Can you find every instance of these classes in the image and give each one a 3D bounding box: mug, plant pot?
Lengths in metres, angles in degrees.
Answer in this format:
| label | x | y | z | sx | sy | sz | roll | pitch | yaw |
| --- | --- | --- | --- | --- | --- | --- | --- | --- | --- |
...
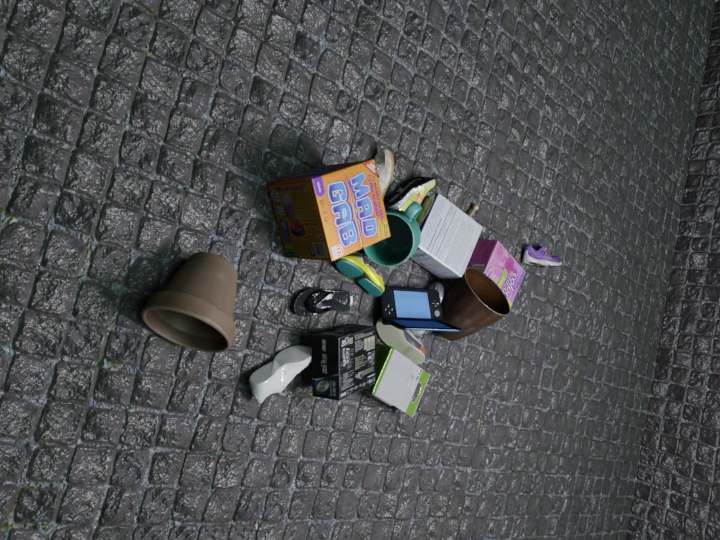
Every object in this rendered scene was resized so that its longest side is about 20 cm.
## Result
| label | x | y | z | sx | sy | sz | roll | pitch | yaw |
| --- | --- | --- | --- | --- | --- | --- | --- | --- | --- |
| mug | 0.107 | -0.100 | 1.655 | 0.114 | 0.185 | 0.152 | -31 | 104 | -66 |
| plant pot | 0.328 | 0.124 | 1.843 | 0.187 | 0.200 | 0.187 | 30 | 32 | -21 |
| plant pot | -0.349 | 0.060 | 1.296 | 0.200 | 0.200 | 0.175 | 41 | 51 | -34 |

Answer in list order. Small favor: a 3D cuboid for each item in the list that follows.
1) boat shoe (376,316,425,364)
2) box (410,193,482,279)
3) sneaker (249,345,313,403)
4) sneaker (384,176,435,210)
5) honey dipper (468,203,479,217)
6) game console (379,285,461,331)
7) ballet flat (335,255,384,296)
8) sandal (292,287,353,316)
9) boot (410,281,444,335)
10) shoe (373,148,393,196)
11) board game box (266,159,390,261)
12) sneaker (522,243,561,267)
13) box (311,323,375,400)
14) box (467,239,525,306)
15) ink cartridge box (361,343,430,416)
| label | x | y | z | sx | sy | sz | roll | pitch | yaw |
| --- | --- | --- | --- | --- | --- | --- | --- | --- | --- |
| boat shoe | 0.122 | 0.200 | 1.767 | 0.200 | 0.071 | 0.063 | 43 | 29 | -20 |
| box | 0.243 | -0.100 | 1.797 | 0.200 | 0.105 | 0.184 | 33 | 72 | -24 |
| sneaker | -0.197 | 0.266 | 1.510 | 0.200 | 0.075 | 0.089 | -28 | 128 | -35 |
| sneaker | 0.153 | -0.212 | 1.764 | 0.200 | 0.078 | 0.090 | -37 | 124 | -26 |
| honey dipper | 0.336 | -0.150 | 1.939 | 0.200 | 0.038 | 0.038 | -53 | 123 | -24 |
| game console | 0.170 | 0.110 | 1.693 | 0.199 | 0.118 | 0.171 | 4 | 64 | -22 |
| ballet flat | 0.000 | 0.000 | 1.659 | 0.200 | 0.067 | 0.067 | 40 | 47 | -38 |
| sandal | -0.093 | 0.082 | 1.586 | 0.200 | 0.048 | 0.076 | -5 | 96 | -40 |
| boot | 0.184 | 0.095 | 1.808 | 0.096 | 0.073 | 0.200 | 41 | 57 | -21 |
| shoe | 0.044 | -0.253 | 1.664 | 0.053 | 0.070 | 0.201 | 18 | 84 | -48 |
| board game box | -0.079 | -0.152 | 1.482 | 0.200 | 0.200 | 0.200 | -25 | 109 | -36 |
| sneaker | 0.688 | -0.056 | 2.219 | 0.200 | 0.081 | 0.084 | 8 | 82 | -40 |
| box | -0.042 | 0.240 | 1.577 | 0.200 | 0.086 | 0.164 | -9 | 100 | -61 |
| box | 0.447 | 0.023 | 2.006 | 0.200 | 0.097 | 0.176 | 42 | 67 | -35 |
| ink cartridge box | 0.100 | 0.329 | 1.751 | 0.200 | 0.076 | 0.148 | 39 | 69 | -36 |
